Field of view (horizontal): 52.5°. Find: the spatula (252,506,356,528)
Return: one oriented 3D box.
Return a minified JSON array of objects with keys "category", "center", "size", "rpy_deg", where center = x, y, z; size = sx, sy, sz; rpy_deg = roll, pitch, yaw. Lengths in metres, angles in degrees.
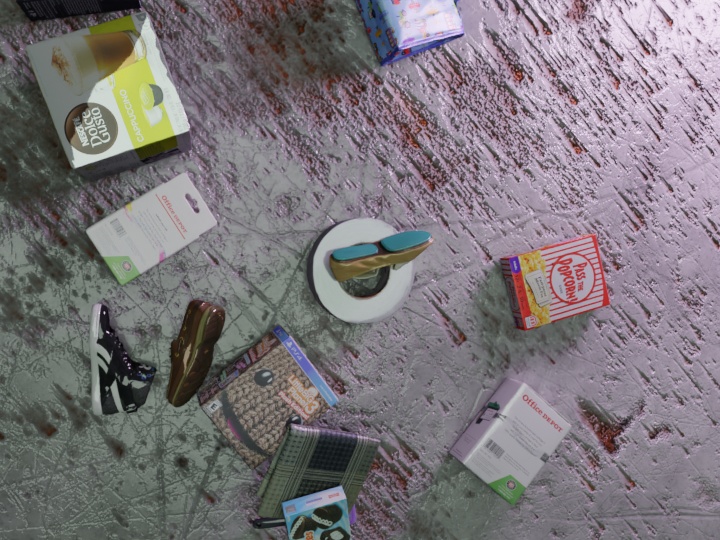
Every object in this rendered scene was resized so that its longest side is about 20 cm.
[{"category":"spatula","center":[-0.108,0.473,1.405],"size":[0.199,0.021,0.057],"rpy_deg":[-5,96,-12]}]

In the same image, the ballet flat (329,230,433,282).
[{"category":"ballet flat","center":[0.039,-0.025,1.344],"size":[0.199,0.069,0.063],"rpy_deg":[-12,122,-10]}]

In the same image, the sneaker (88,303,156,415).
[{"category":"sneaker","center":[-0.422,0.156,1.304],"size":[0.111,0.073,0.201],"rpy_deg":[-2,100,-16]}]

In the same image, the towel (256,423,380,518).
[{"category":"towel","center":[-0.080,0.376,1.344],"size":[0.192,0.035,0.201],"rpy_deg":[15,107,-27]}]

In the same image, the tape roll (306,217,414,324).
[{"category":"tape roll","center":[0.000,0.000,1.392],"size":[0.199,0.066,0.202],"rpy_deg":[0,91,-13]}]

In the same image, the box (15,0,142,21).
[{"category":"box","center":[-0.490,-0.548,1.233],"size":[0.195,0.124,0.201],"rpy_deg":[-11,94,-11]}]

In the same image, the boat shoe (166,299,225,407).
[{"category":"boat shoe","center":[-0.311,0.149,1.332],"size":[0.067,0.072,0.201],"rpy_deg":[23,95,21]}]

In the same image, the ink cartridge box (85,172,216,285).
[{"category":"ink cartridge box","center":[-0.368,-0.076,1.304],"size":[0.199,0.067,0.117],"rpy_deg":[-33,98,-9]}]

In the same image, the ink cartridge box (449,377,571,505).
[{"category":"ink cartridge box","center":[0.300,0.338,1.461],"size":[0.146,0.084,0.200],"rpy_deg":[41,83,-11]}]

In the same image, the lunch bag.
[{"category":"lunch bag","center":[0.111,-0.503,1.397],"size":[0.199,0.094,0.151],"rpy_deg":[-23,94,-20]}]

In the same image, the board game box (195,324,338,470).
[{"category":"board game box","center":[-0.171,0.229,1.335],"size":[0.200,0.097,0.160],"rpy_deg":[-38,107,-9]}]

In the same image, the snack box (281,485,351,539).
[{"category":"snack box","center":[-0.076,0.497,1.363],"size":[0.115,0.037,0.201],"rpy_deg":[-13,122,-12]}]

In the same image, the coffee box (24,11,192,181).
[{"category":"coffee box","center":[-0.409,-0.280,1.221],"size":[0.197,0.200,0.201],"rpy_deg":[-20,96,-11]}]

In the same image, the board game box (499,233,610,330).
[{"category":"board game box","center":[0.399,0.022,1.493],"size":[0.199,0.046,0.152],"rpy_deg":[-16,95,-12]}]
